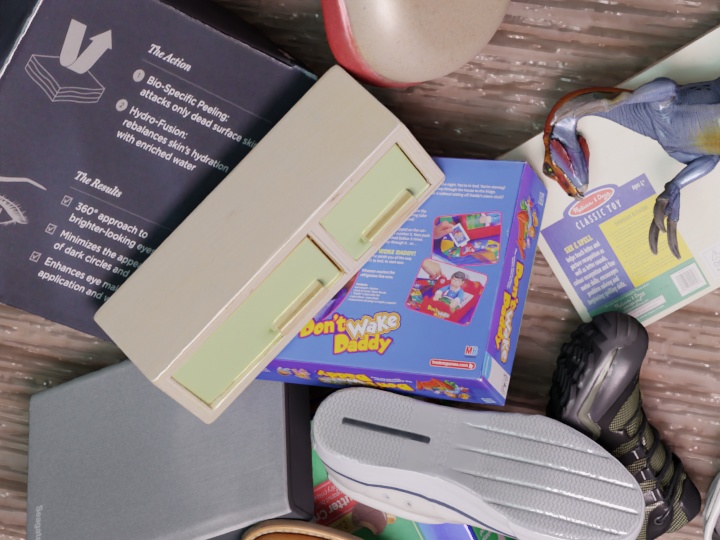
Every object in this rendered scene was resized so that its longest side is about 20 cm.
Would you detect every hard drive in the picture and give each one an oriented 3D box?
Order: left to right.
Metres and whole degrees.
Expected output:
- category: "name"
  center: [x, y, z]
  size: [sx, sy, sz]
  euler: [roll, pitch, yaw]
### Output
- category: "hard drive"
  center: [-0.121, 0.115, 1.360]
  size: [0.199, 0.033, 0.140]
  euler: [-21, 56, 26]

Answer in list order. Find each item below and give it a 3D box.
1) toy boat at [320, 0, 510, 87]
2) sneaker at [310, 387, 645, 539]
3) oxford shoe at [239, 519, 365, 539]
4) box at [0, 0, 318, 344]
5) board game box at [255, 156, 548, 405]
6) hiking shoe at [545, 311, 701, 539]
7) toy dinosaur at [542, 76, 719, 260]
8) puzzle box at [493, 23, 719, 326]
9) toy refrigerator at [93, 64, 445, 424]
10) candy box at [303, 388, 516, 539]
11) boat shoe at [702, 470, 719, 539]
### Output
- category: "toy boat"
  center: [0.001, -0.204, 1.263]
  size: [0.130, 0.130, 0.201]
  euler: [-2, 106, 50]
- category: "sneaker"
  center: [0.069, 0.118, 1.271]
  size: [0.199, 0.071, 0.073]
  euler: [18, 67, 13]
- category: "oxford shoe"
  center: [0.010, 0.218, 1.287]
  size: [0.200, 0.071, 0.071]
  euler: [36, 123, -9]
- category: "box"
  center: [-0.166, -0.081, 1.262]
  size: [0.117, 0.196, 0.201]
  euler: [40, 102, 46]
- category: "board game box"
  center: [0.000, 0.000, 1.293]
  size: [0.199, 0.045, 0.135]
  euler: [5, 70, 26]
- category: "hiking shoe"
  center: [0.158, 0.110, 1.313]
  size: [0.100, 0.076, 0.201]
  euler: [9, 126, -2]
- category: "toy dinosaur"
  center: [0.195, -0.073, 1.234]
  size: [0.181, 0.199, 0.106]
  euler: [26, 132, 46]
- category: "puzzle box"
  center: [0.190, -0.056, 1.280]
  size: [0.199, 0.025, 0.134]
  euler: [-30, 95, 23]
- category: "toy refrigerator"
  center: [-0.049, -0.012, 1.249]
  size: [0.200, 0.076, 0.070]
  euler: [-46, 58, -2]
- category: "candy box"
  center: [0.007, 0.179, 1.377]
  size: [0.168, 0.077, 0.201]
  euler: [-25, 97, 23]
- category: "boat shoe"
  center: [0.265, 0.095, 1.277]
  size: [0.073, 0.065, 0.201]
  euler: [30, 112, 8]
